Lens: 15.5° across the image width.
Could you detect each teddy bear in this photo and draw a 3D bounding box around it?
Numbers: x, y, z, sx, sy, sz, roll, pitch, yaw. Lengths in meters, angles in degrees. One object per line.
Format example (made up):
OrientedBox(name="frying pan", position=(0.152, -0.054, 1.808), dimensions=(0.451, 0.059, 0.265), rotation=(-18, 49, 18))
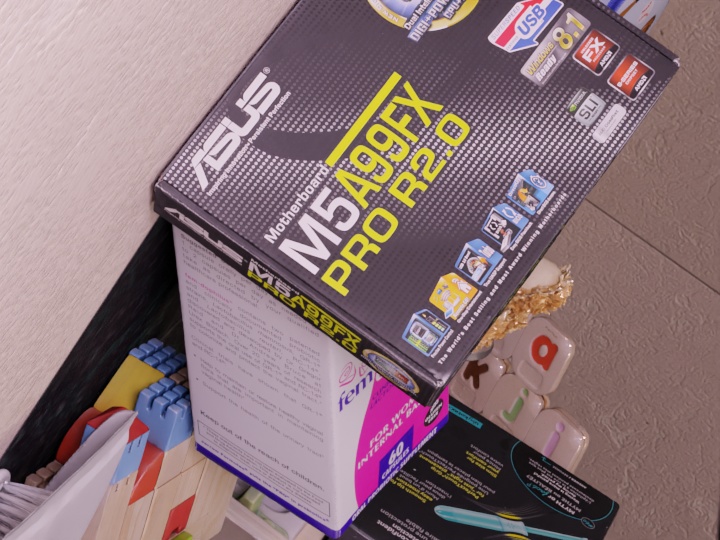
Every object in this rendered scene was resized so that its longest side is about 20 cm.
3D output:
OrientedBox(name="teddy bear", position=(0.036, 0.036, 1.507), dimensions=(0.200, 0.067, 0.145), rotation=(-21, -172, 37))

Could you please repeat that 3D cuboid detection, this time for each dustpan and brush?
OrientedBox(name="dustpan and brush", position=(-0.192, 0.156, 1.332), dimensions=(0.140, 0.057, 0.200), rotation=(-45, 163, -53))

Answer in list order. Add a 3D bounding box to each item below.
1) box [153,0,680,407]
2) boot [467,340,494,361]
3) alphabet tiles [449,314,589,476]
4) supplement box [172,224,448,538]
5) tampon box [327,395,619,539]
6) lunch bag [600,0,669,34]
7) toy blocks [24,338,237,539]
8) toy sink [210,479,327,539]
OrientedBox(name="box", position=(0.027, -0.062, 1.219), dimensions=(0.200, 0.160, 0.044), rotation=(-52, 176, -16))
OrientedBox(name="boot", position=(0.068, -0.044, 1.678), dimensions=(0.200, 0.069, 0.174), rotation=(-96, -169, -78))
OrientedBox(name="alphabet tiles", position=(0.072, 0.092, 1.835), dimensions=(0.015, 0.200, 0.196), rotation=(-8, 132, -46))
OrientedBox(name="supplement box", position=(-0.022, 0.025, 1.340), dimensions=(0.101, 0.103, 0.200), rotation=(-45, 151, -29))
OrientedBox(name="tampon box", position=(0.053, 0.200, 1.713), dimensions=(0.126, 0.150, 0.200), rotation=(-59, 175, 29))
OrientedBox(name="lunch bag", position=(0.134, -0.200, 1.503), dimensions=(0.200, 0.124, 0.170), rotation=(-51, 172, -4))
OrientedBox(name="toy blocks", position=(-0.119, 0.104, 1.443), dimensions=(0.200, 0.100, 0.137), rotation=(-30, 144, -55))
OrientedBox(name="toy sink", position=(-0.082, 0.145, 1.683), dimensions=(0.112, 0.130, 0.200), rotation=(-52, 173, -29))
